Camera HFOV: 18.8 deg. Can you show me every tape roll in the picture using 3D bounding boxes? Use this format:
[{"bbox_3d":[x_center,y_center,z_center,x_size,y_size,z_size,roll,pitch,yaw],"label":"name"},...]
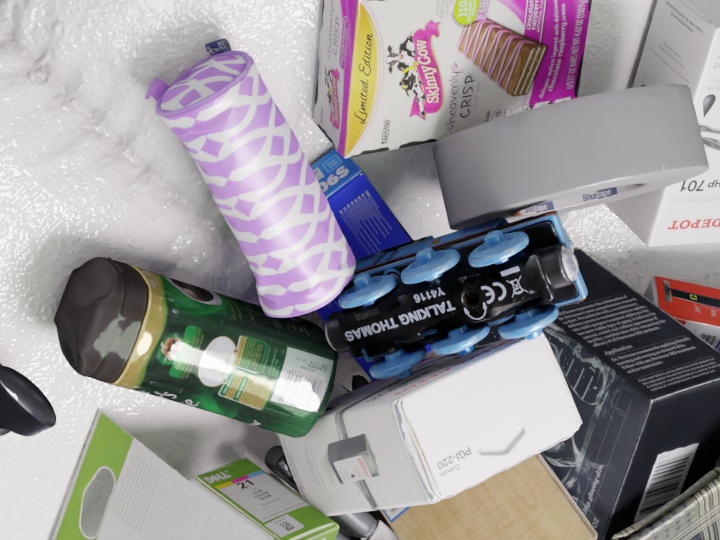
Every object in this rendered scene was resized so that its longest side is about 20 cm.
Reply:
[{"bbox_3d":[0.157,-0.084,1.630,0.200,0.200,0.066,-11,85,-23],"label":"tape roll"}]

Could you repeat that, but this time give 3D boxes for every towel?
[{"bbox_3d":[0.288,0.205,1.757,0.200,0.035,0.193,-33,146,-8],"label":"towel"}]

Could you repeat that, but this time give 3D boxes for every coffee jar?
[{"bbox_3d":[-0.124,0.056,1.607,0.200,0.104,0.085,19,98,-24],"label":"coffee jar"}]

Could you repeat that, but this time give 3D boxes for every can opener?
[{"bbox_3d":[-0.006,0.215,1.779,0.200,0.066,0.053,41,68,-23],"label":"can opener"},{"bbox_3d":[-0.300,0.053,1.555,0.079,0.063,0.200,-25,127,24],"label":"can opener"}]

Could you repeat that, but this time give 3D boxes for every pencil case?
[{"bbox_3d":[-0.078,-0.060,1.555,0.085,0.084,0.200,-14,117,27],"label":"pencil case"}]

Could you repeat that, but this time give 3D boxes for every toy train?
[{"bbox_3d":[0.071,0.012,1.593,0.200,0.114,0.087,-18,104,22],"label":"toy train"}]

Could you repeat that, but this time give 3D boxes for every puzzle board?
[{"bbox_3d":[0.084,0.176,1.762,0.151,0.200,0.017,-44,161,28],"label":"puzzle board"}]

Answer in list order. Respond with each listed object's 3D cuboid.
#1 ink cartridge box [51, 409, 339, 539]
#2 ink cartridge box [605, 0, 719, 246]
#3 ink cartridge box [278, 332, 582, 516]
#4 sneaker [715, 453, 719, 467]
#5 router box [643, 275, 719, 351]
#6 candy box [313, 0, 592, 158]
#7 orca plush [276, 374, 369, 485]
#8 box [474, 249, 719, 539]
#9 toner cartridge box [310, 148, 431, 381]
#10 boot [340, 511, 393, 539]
[{"bbox_3d":[-0.134,0.211,1.696,0.076,0.200,0.148,-14,132,-54],"label":"ink cartridge box"},{"bbox_3d":[0.295,-0.126,1.754,0.146,0.086,0.200,-4,123,-28],"label":"ink cartridge box"},{"bbox_3d":[0.048,0.118,1.634,0.146,0.200,0.085,-24,94,-29],"label":"ink cartridge box"},{"bbox_3d":[0.308,0.143,1.806,0.078,0.086,0.200,-26,148,-19],"label":"sneaker"},{"bbox_3d":[0.303,0.104,1.875,0.179,0.049,0.200,11,133,-9],"label":"router box"},{"bbox_3d":[0.070,-0.169,1.606,0.200,0.061,0.137,-12,128,-22],"label":"candy box"},{"bbox_3d":[-0.059,0.118,1.734,0.200,0.071,0.105,31,68,-20],"label":"orca plush"},{"bbox_3d":[0.182,0.122,1.778,0.124,0.197,0.200,-11,128,-39],"label":"box"},{"bbox_3d":[0.000,0.000,1.699,0.095,0.043,0.200,-38,133,-2],"label":"toner cartridge box"},{"bbox_3d":[-0.063,0.209,1.812,0.200,0.077,0.138,44,76,-35],"label":"boot"}]
